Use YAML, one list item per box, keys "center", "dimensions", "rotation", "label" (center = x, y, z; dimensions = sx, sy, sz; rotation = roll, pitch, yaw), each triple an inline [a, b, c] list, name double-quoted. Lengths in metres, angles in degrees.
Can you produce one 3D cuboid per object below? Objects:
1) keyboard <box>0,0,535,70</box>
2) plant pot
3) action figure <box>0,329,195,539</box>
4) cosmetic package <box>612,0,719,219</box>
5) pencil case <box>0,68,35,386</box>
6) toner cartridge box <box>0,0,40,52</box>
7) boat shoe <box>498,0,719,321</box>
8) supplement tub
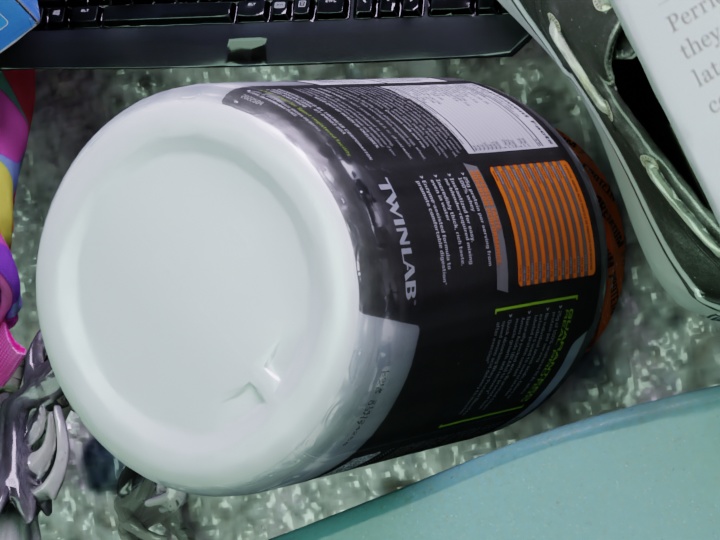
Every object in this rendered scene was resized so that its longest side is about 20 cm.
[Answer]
- center: [-0.036, -0.122, 0.957]
  dimensions: [0.199, 0.040, 0.104]
  rotation: [-1, 66, 14]
  label: "keyboard"
- center: [0.101, 0.108, 0.879]
  dimensions: [0.200, 0.141, 0.142]
  rotation: [-26, 81, 22]
  label: "plant pot"
- center: [-0.104, 0.068, 1.012]
  dimensions: [0.200, 0.119, 0.102]
  rotation: [-10, 76, 40]
  label: "action figure"
- center: [0.184, -0.082, 0.785]
  dimensions: [0.166, 0.167, 0.200]
  rotation: [-32, 77, 29]
  label: "cosmetic package"
- center: [-0.156, -0.049, 0.998]
  dimensions: [0.088, 0.088, 0.200]
  rotation: [-33, 39, 28]
  label: "pencil case"
- center: [-0.165, -0.161, 0.977]
  dimensions: [0.043, 0.095, 0.200]
  rotation: [-34, 40, 16]
  label: "toner cartridge box"
- center: [0.093, -0.081, 0.895]
  dimensions: [0.071, 0.064, 0.200]
  rotation: [-28, 84, -13]
  label: "boat shoe"
- center: [0.000, 0.000, 0.891]
  dimensions: [0.122, 0.200, 0.123]
  rotation: [2, 94, 30]
  label: "supplement tub"
